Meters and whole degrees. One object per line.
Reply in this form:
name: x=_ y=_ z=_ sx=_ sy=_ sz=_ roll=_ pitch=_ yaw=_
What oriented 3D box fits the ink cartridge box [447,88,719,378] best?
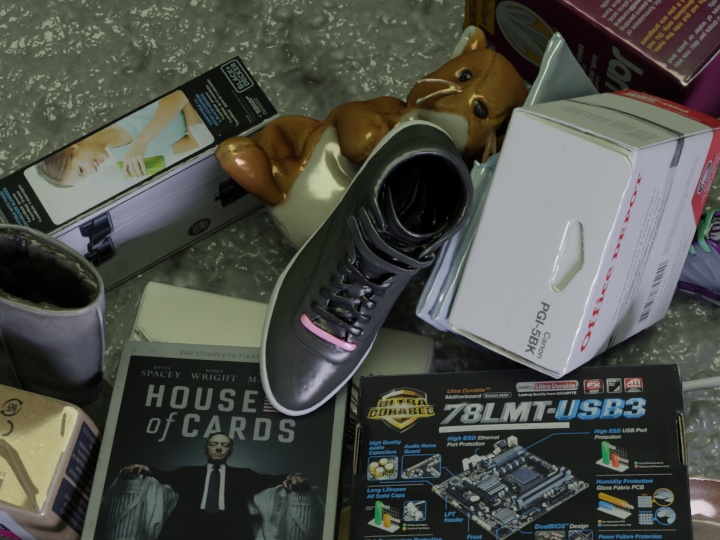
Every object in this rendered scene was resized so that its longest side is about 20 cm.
ink cartridge box: x=0.147 y=-0.031 z=1.003 sx=0.083 sy=0.200 sz=0.147 roll=24 pitch=109 yaw=23

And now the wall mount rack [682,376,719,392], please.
wall mount rack: x=0.268 y=0.132 z=1.043 sx=0.173 sy=0.075 sz=0.200 roll=6 pitch=63 yaw=1

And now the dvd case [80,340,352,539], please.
dvd case: x=-0.086 y=0.129 z=0.962 sx=0.150 sy=0.025 sz=0.200 roll=3 pitch=50 yaw=2

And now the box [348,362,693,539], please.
box: x=0.092 y=0.150 z=0.926 sx=0.199 sy=0.050 sz=0.199 roll=-3 pitch=51 yaw=8

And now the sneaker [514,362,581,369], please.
sneaker: x=0.125 y=0.128 z=1.034 sx=0.066 sy=0.091 sz=0.200 roll=5 pitch=63 yaw=3

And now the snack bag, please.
snack bag: x=0.106 y=-0.044 z=1.038 sx=0.021 sy=0.189 sz=0.200 roll=23 pitch=88 yaw=23

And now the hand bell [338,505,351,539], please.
hand bell: x=-0.039 y=0.156 z=1.040 sx=0.200 sy=0.104 sz=0.104 roll=35 pitch=68 yaw=30

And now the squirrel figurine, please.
squirrel figurine: x=0.030 y=-0.082 z=1.084 sx=0.187 sy=0.200 sz=0.142 roll=-37 pitch=89 yaw=10

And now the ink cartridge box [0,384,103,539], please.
ink cartridge box: x=-0.261 y=0.116 z=1.007 sx=0.199 sy=0.165 sz=0.075 roll=13 pitch=69 yaw=8

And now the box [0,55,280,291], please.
box: x=-0.153 y=-0.056 z=1.123 sx=0.200 sy=0.117 sz=0.060 roll=-29 pitch=68 yaw=-14

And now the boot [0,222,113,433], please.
boot: x=-0.233 y=0.037 z=1.027 sx=0.181 sy=0.200 sz=0.073 roll=14 pitch=66 yaw=11

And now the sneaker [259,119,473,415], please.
sneaker: x=0.000 y=0.000 z=0.943 sx=0.071 sy=0.099 sz=0.200 roll=30 pitch=91 yaw=-7

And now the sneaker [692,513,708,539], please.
sneaker: x=0.165 y=0.216 z=0.995 sx=0.076 sy=0.077 sz=0.200 roll=18 pitch=66 yaw=8

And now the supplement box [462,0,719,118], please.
supplement box: x=0.181 y=-0.187 z=1.174 sx=0.200 sy=0.131 sz=0.103 roll=38 pitch=71 yaw=19

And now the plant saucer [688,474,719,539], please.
plant saucer: x=0.199 y=0.219 z=0.934 sx=0.200 sy=0.032 sz=0.201 roll=1 pitch=64 yaw=-3

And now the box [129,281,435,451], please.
box: x=-0.052 y=0.069 z=1.076 sx=0.199 sy=0.082 sz=0.069 roll=10 pitch=65 yaw=8

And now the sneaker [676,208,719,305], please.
sneaker: x=0.223 y=-0.027 z=1.113 sx=0.199 sy=0.088 sz=0.075 roll=14 pitch=64 yaw=8
